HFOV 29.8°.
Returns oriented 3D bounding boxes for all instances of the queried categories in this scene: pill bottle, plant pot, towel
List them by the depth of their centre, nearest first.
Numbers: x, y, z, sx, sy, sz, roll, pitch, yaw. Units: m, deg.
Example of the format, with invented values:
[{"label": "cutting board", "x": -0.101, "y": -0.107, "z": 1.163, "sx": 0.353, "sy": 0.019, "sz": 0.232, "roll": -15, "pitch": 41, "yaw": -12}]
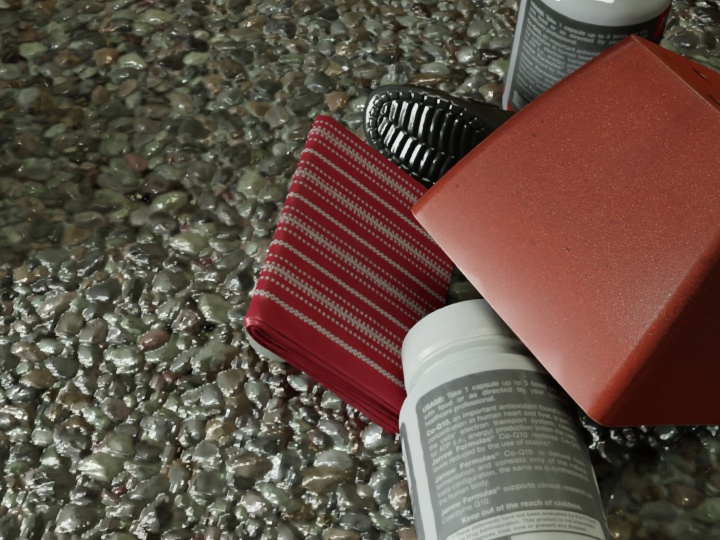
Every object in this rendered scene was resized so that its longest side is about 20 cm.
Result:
[{"label": "pill bottle", "x": 0.085, "y": 0.123, "z": 0.826, "sx": 0.113, "sy": 0.113, "sz": 0.200, "roll": -3, "pitch": 51, "yaw": -7}, {"label": "plant pot", "x": 0.192, "y": -0.033, "z": 0.870, "sx": 0.200, "sy": 0.176, "sz": 0.200, "roll": 7, "pitch": 36, "yaw": -50}, {"label": "towel", "x": 0.000, "y": 0.000, "z": 0.936, "sx": 0.145, "sy": 0.022, "sz": 0.200, "roll": 35, "pitch": 47, "yaw": -22}, {"label": "pill bottle", "x": 0.178, "y": -0.195, "z": 1.045, "sx": 0.114, "sy": 0.200, "sz": 0.114, "roll": 2, "pitch": 50, "yaw": -3}]

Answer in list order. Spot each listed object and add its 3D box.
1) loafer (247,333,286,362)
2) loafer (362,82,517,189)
[{"label": "loafer", "x": -0.023, "y": -0.025, "z": 0.975, "sx": 0.072, "sy": 0.063, "sz": 0.200, "roll": 17, "pitch": 51, "yaw": 9}, {"label": "loafer", "x": 0.097, "y": -0.093, "z": 1.045, "sx": 0.200, "sy": 0.073, "sz": 0.071, "roll": 21, "pitch": 23, "yaw": -2}]
